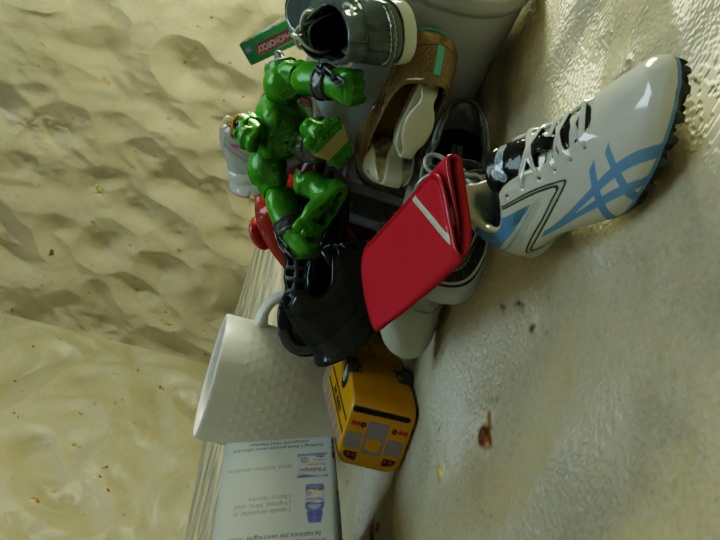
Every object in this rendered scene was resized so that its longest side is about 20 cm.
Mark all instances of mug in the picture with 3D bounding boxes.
[{"bbox_3d":[-0.087,0.121,0.976,0.148,0.174,0.202,-148,74,-78],"label":"mug"}]

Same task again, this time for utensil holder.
[{"bbox_3d":[0.055,-0.230,0.792,0.201,0.168,0.171,115,165,-49],"label":"utensil holder"}]

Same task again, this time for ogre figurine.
[{"bbox_3d":[-0.062,-0.118,0.792,0.120,0.098,0.201,44,152,32],"label":"ogre figurine"}]

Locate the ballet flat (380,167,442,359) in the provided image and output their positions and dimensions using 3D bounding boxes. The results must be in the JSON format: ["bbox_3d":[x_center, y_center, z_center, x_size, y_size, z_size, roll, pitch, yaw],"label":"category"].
[{"bbox_3d":[0.060,-0.020,0.752,0.069,0.069,0.201,128,158,-61],"label":"ballet flat"}]

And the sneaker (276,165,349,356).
[{"bbox_3d":[-0.051,-0.011,0.883,0.079,0.075,0.202,-2,-78,-81],"label":"sneaker"}]

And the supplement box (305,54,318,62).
[{"bbox_3d":[0.014,-0.306,1.089,0.200,0.073,0.126,-46,-6,-34],"label":"supplement box"}]

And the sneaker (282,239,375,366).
[{"bbox_3d":[0.000,0.000,0.813,0.076,0.091,0.200,-23,22,48],"label":"sneaker"}]

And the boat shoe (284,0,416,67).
[{"bbox_3d":[-0.028,-0.215,0.707,0.200,0.061,0.073,38,137,51],"label":"boat shoe"}]

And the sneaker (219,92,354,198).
[{"bbox_3d":[-0.065,-0.158,0.888,0.089,0.199,0.081,66,175,-33],"label":"sneaker"}]

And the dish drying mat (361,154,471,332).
[{"bbox_3d":[0.035,-0.013,0.628,0.200,0.018,0.078,134,131,-66],"label":"dish drying mat"}]

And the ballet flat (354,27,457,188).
[{"bbox_3d":[0.038,-0.121,0.737,0.200,0.067,0.073,119,156,-53],"label":"ballet flat"}]

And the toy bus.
[{"bbox_3d":[0.004,0.116,0.830,0.200,0.065,0.079,-117,42,-72],"label":"toy bus"}]

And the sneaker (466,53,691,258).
[{"bbox_3d":[0.120,-0.062,0.494,0.200,0.072,0.072,132,153,-63],"label":"sneaker"}]

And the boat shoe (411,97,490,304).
[{"bbox_3d":[0.080,-0.065,0.683,0.068,0.073,0.200,97,-172,-50],"label":"boat shoe"}]

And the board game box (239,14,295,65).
[{"bbox_3d":[-0.030,-0.304,0.928,0.134,0.029,0.200,-7,31,47],"label":"board game box"}]

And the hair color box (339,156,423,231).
[{"bbox_3d":[0.024,-0.135,0.970,0.201,0.098,0.061,-86,18,-44],"label":"hair color box"}]

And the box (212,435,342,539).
[{"bbox_3d":[-0.065,0.280,0.714,0.201,0.104,0.185,-95,1,-60],"label":"box"}]

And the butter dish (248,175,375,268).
[{"bbox_3d":[-0.072,-0.066,1.032,0.201,0.147,0.200,-84,-29,-48],"label":"butter dish"}]
